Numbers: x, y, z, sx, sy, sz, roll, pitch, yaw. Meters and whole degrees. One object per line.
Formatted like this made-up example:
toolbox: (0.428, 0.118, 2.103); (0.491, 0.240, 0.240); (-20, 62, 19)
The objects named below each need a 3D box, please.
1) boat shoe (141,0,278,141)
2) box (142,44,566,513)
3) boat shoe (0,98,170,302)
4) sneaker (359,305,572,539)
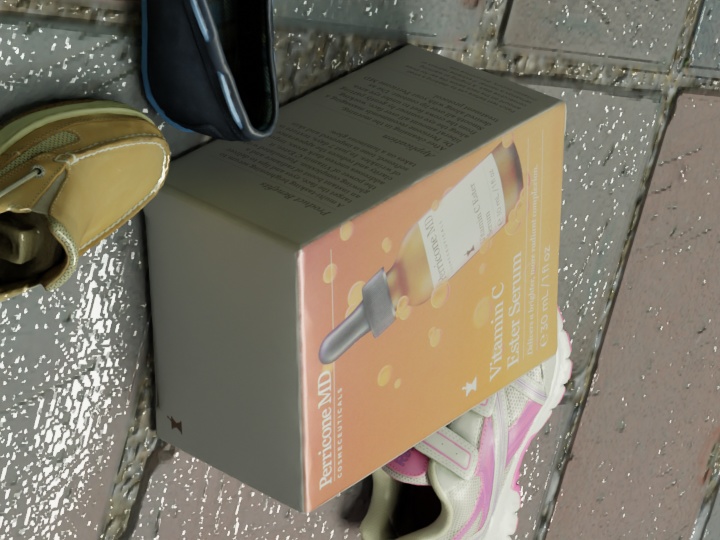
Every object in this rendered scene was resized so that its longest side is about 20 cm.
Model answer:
boat shoe: (-0.056, -0.153, 1.147); (0.084, 0.069, 0.200); (-36, 135, -36)
box: (0.000, 0.000, 1.275); (0.200, 0.106, 0.153); (-30, 132, -40)
boat shoe: (-0.146, -0.015, 1.103); (0.200, 0.076, 0.072); (-29, 131, -40)
sneaker: (0.053, 0.084, 1.413); (0.088, 0.081, 0.200); (-12, 118, -51)
